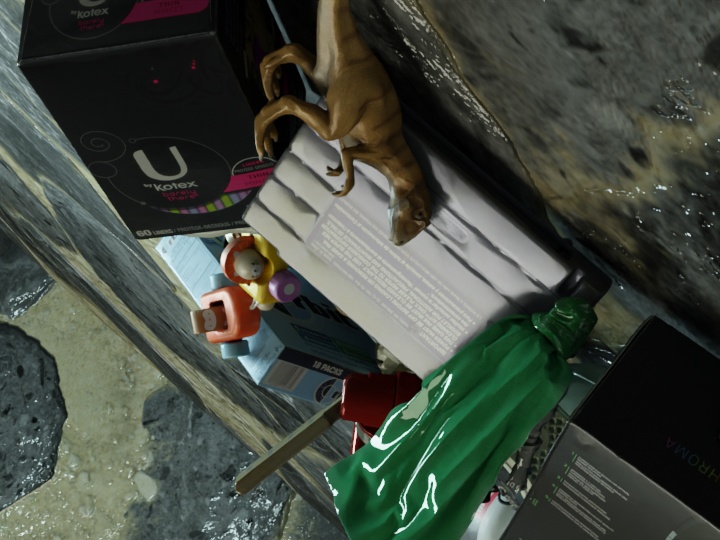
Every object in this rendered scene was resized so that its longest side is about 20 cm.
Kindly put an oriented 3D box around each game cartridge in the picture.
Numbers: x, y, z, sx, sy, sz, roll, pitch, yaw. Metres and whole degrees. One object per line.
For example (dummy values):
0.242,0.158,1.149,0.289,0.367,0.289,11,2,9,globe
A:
0.035,-0.013,0.941,0.200,0.038,0.130,41,127,5,game cartridge

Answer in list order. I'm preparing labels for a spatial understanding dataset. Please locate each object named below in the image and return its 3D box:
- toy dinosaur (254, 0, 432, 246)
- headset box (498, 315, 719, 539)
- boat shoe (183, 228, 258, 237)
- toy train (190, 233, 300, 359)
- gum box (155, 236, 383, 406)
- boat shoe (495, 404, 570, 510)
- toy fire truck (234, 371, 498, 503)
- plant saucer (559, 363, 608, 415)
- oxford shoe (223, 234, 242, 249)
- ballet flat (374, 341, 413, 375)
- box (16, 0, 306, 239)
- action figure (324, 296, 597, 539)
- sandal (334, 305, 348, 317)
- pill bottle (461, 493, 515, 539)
-0.009,-0.107,0.872,0.106,0.060,0.200,-5,128,21,toy dinosaur
0.185,0.144,0.884,0.174,0.093,0.200,36,148,14,headset box
-0.063,-0.056,1.107,0.199,0.062,0.075,2,137,34,boat shoe
-0.108,-0.029,1.222,0.150,0.055,0.201,-5,94,60,toy train
-0.066,0.043,1.376,0.170,0.045,0.200,22,-160,-46,gum box
0.123,0.130,1.051,0.200,0.075,0.062,51,172,-7,boat shoe
0.012,0.126,1.205,0.199,0.129,0.176,9,165,-2,toy fire truck
0.199,0.119,1.025,0.201,0.039,0.201,42,168,11,plant saucer
-0.068,-0.038,1.271,0.070,0.075,0.200,45,167,-2,oxford shoe
0.044,0.056,1.250,0.067,0.064,0.200,43,167,9,ballet flat
-0.114,-0.117,0.977,0.122,0.106,0.200,-7,149,12,box
0.066,0.092,0.907,0.055,0.200,0.118,19,-152,-43,action figure
0.000,0.000,1.164,0.054,0.082,0.200,0,179,-8,sandal
0.129,0.221,1.410,0.111,0.111,0.200,52,165,-32,pill bottle
